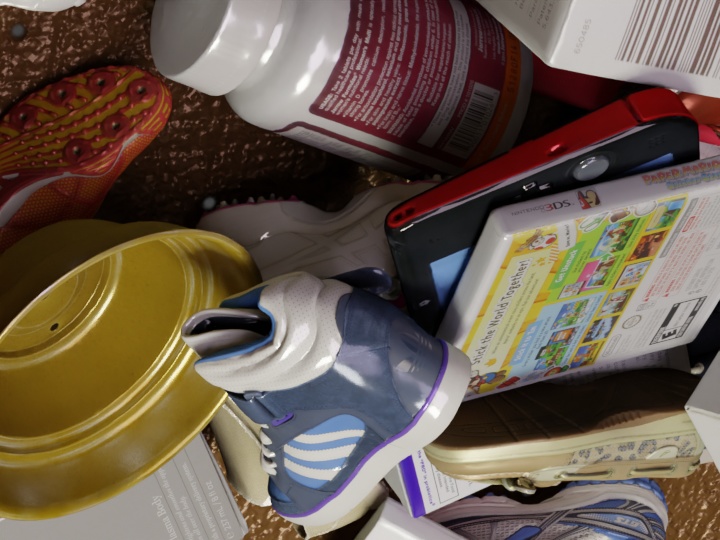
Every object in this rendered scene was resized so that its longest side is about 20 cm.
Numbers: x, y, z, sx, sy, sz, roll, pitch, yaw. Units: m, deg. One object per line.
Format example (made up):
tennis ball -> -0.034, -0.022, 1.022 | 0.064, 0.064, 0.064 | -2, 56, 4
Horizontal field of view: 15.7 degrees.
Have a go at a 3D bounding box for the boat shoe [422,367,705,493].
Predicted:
boat shoe -> 0.125, 0.104, 1.538 | 0.199, 0.073, 0.063 | -5, 117, -24

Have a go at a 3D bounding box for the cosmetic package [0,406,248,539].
cosmetic package -> -0.182, 0.147, 1.537 | 0.199, 0.090, 0.107 | -31, 127, -11

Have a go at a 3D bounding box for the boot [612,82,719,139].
boot -> 0.238, -0.099, 1.554 | 0.199, 0.075, 0.108 | -22, 95, -35

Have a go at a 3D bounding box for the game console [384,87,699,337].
game console -> 0.105, -0.019, 1.438 | 0.176, 0.031, 0.200 | -26, 155, -4

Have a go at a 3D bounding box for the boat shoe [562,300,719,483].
boat shoe -> 0.190, 0.077, 1.687 | 0.198, 0.093, 0.075 | -8, 152, 7

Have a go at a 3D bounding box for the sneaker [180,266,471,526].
sneaker -> -0.044, 0.063, 1.449 | 0.146, 0.081, 0.200 | 27, 146, -18

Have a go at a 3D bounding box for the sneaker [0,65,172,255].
sneaker -> -0.183, -0.039, 1.459 | 0.200, 0.073, 0.077 | -41, 147, 5

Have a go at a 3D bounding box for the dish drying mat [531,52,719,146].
dish drying mat -> 0.166, -0.125, 1.566 | 0.199, 0.018, 0.077 | 14, 70, -30

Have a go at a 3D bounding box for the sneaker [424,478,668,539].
sneaker -> 0.104, 0.190, 1.669 | 0.199, 0.085, 0.077 | -17, 130, 7

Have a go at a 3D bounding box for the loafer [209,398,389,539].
loafer -> -0.058, 0.102, 1.575 | 0.068, 0.076, 0.200 | -47, 126, -2

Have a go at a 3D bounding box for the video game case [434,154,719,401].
video game case -> 0.134, 0.005, 1.457 | 0.181, 0.023, 0.200 | -14, 154, -20

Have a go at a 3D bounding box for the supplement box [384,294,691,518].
supplement box -> 0.091, 0.052, 1.601 | 0.199, 0.101, 0.104 | -23, 124, -11

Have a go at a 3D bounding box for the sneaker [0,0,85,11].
sneaker -> -0.141, -0.187, 1.393 | 0.199, 0.077, 0.081 | -15, 130, -9

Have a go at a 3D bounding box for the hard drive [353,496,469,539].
hard drive -> 0.076, 0.229, 1.648 | 0.199, 0.026, 0.132 | 29, 137, -6

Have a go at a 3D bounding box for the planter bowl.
planter bowl -> -0.156, 0.034, 1.424 | 0.200, 0.083, 0.201 | -29, 145, -22

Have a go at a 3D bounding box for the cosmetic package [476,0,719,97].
cosmetic package -> 0.154, -0.210, 1.428 | 0.164, 0.200, 0.166 | 7, 114, -27

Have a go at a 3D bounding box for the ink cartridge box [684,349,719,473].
ink cartridge box -> 0.297, 0.058, 1.575 | 0.201, 0.087, 0.146 | -56, 136, -22

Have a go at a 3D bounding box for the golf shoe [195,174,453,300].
golf shoe -> 0.000, 0.000, 1.490 | 0.199, 0.092, 0.075 | -8, 158, 21

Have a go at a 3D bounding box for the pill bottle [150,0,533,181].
pill bottle -> -0.010, -0.121, 1.456 | 0.199, 0.110, 0.110 | 18, 108, -31

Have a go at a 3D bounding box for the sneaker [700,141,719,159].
sneaker -> 0.219, -0.043, 1.610 | 0.199, 0.100, 0.075 | 32, 102, -32
